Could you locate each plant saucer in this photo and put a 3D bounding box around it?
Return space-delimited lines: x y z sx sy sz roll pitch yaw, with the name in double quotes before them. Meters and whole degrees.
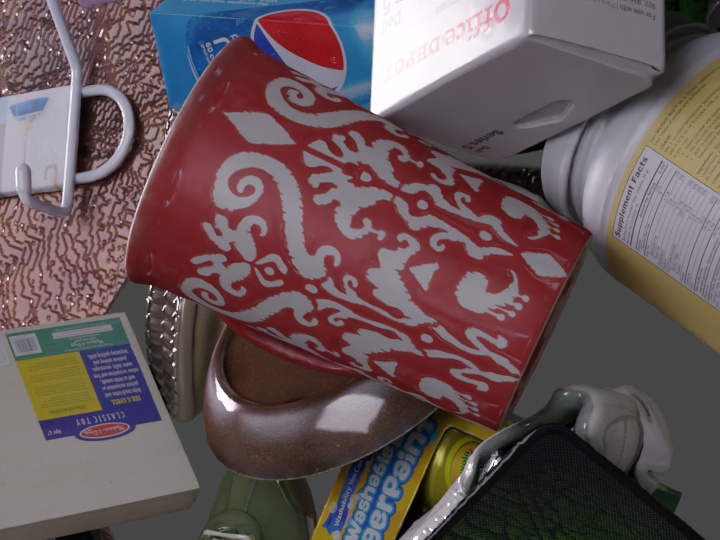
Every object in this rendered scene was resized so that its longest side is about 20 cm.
"plant saucer" -0.009 0.031 1.364 0.199 0.032 0.201 -24 32 16

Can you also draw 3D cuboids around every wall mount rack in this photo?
"wall mount rack" -0.241 -0.115 1.588 0.199 0.074 0.175 -6 75 31

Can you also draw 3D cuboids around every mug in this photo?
"mug" 0.005 -0.011 1.231 0.199 0.178 0.134 25 86 8

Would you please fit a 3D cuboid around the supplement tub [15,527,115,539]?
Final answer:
"supplement tub" -0.200 0.183 1.460 0.122 0.122 0.201 -39 61 19

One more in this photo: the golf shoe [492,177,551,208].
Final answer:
"golf shoe" 0.014 -0.040 1.318 0.199 0.097 0.078 6 48 47

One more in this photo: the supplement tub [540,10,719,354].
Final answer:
"supplement tub" 0.203 -0.030 1.238 0.200 0.145 0.146 38 99 33

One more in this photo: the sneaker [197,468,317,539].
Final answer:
"sneaker" -0.076 0.197 1.395 0.067 0.090 0.202 -3 76 33

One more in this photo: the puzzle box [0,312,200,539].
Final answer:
"puzzle box" -0.205 0.097 1.429 0.134 0.199 0.025 64 148 30

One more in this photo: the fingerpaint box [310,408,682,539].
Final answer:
"fingerpaint box" 0.053 0.174 1.328 0.166 0.073 0.201 25 92 35

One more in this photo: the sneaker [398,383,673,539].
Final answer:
"sneaker" 0.063 0.126 1.243 0.200 0.081 0.075 -45 62 13

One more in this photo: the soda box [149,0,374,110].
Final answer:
"soda box" -0.014 -0.124 1.377 0.199 0.068 0.065 7 124 30

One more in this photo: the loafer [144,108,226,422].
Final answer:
"loafer" -0.083 -0.008 1.462 0.076 0.068 0.201 -156 71 -68

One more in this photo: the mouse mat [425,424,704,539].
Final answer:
"mouse mat" 0.104 0.181 1.221 0.161 0.200 0.008 -47 27 9

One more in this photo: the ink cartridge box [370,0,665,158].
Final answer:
"ink cartridge box" 0.078 -0.176 1.234 0.145 0.084 0.201 -26 57 55

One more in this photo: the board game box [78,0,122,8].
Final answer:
"board game box" -0.048 -0.233 1.441 0.198 0.044 0.200 -6 33 32

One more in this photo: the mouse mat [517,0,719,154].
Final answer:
"mouse mat" 0.149 -0.156 1.348 0.199 0.008 0.162 -9 90 23

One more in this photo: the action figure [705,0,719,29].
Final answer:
"action figure" 0.153 -0.204 1.290 0.200 0.117 0.055 57 146 37
